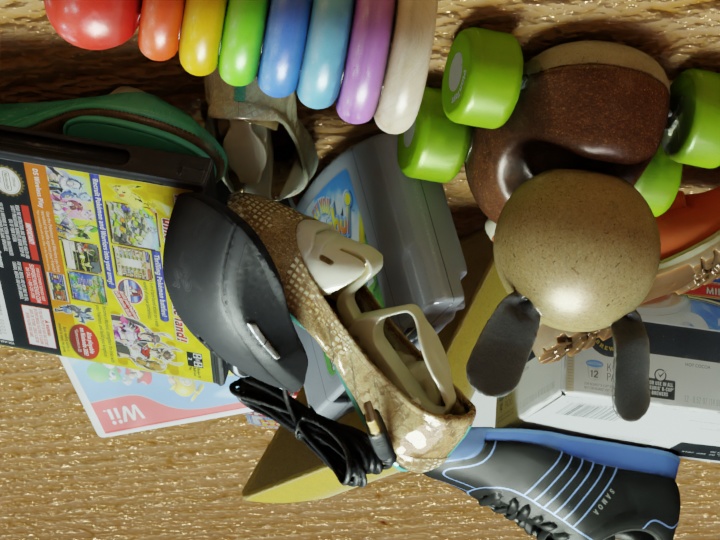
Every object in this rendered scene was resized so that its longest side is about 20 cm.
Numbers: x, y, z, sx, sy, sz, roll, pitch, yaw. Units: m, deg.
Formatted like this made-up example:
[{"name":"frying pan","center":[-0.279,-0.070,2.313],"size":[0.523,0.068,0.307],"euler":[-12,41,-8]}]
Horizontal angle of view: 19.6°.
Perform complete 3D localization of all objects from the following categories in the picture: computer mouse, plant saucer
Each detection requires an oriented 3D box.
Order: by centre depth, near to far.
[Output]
[{"name":"computer mouse","center":[-0.049,0.051,1.168],"size":[0.140,0.046,0.200],"euler":[32,153,32]},{"name":"plant saucer","center":[0.027,0.073,1.418],"size":[0.048,0.200,0.200],"euler":[40,146,-17]}]

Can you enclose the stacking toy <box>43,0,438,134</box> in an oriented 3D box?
[{"name":"stacking toy","center":[-0.064,-0.128,1.079],"size":[0.200,0.085,0.085],"euler":[10,159,-5]}]

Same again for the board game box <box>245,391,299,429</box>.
[{"name":"board game box","center":[-0.083,0.082,1.621],"size":[0.200,0.062,0.200],"euler":[6,167,1]}]

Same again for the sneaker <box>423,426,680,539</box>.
[{"name":"sneaker","center":[0.128,0.153,1.420],"size":[0.200,0.078,0.070],"euler":[9,165,-16]}]

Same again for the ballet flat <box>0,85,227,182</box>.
[{"name":"ballet flat","center":[-0.162,-0.080,1.229],"size":[0.200,0.070,0.067],"euler":[-3,130,25]}]

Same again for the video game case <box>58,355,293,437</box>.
[{"name":"video game case","center":[-0.142,0.012,1.317],"size":[0.143,0.017,0.200],"euler":[-11,118,22]}]

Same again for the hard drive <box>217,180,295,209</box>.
[{"name":"hard drive","center":[-0.133,-0.024,1.402],"size":[0.135,0.042,0.200],"euler":[11,156,-21]}]

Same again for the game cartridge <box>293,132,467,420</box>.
[{"name":"game cartridge","center":[0.000,0.000,1.314],"size":[0.040,0.133,0.200],"euler":[-1,155,-26]}]

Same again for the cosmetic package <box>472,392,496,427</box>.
[{"name":"cosmetic package","center":[0.104,0.078,1.603],"size":[0.200,0.074,0.102],"euler":[10,158,-14]}]

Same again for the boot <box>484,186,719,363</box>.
[{"name":"boot","center":[0.177,-0.033,1.302],"size":[0.200,0.107,0.075],"euler":[-24,161,-7]}]

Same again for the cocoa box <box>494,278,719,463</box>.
[{"name":"cocoa box","center":[0.207,0.048,1.421],"size":[0.200,0.131,0.133],"euler":[8,162,-14]}]

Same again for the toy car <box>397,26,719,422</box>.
[{"name":"toy car","center":[0.115,-0.015,1.172],"size":[0.164,0.200,0.158],"euler":[9,158,-15]}]

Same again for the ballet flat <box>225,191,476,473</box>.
[{"name":"ballet flat","center":[0.000,0.024,1.215],"size":[0.065,0.200,0.071],"euler":[-35,-174,28]}]

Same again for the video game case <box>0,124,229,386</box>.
[{"name":"video game case","center":[-0.171,-0.010,1.242],"size":[0.181,0.026,0.200],"euler":[10,144,8]}]

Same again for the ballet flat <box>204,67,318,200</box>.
[{"name":"ballet flat","center":[-0.065,-0.073,1.237],"size":[0.067,0.062,0.200],"euler":[1,159,7]}]
